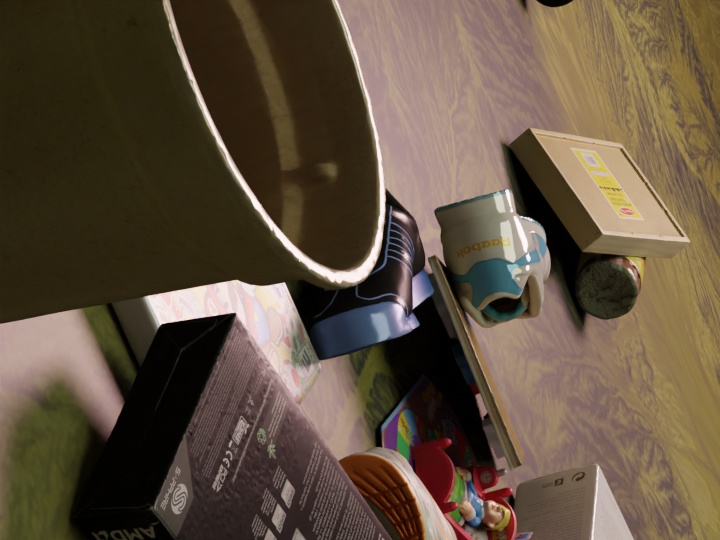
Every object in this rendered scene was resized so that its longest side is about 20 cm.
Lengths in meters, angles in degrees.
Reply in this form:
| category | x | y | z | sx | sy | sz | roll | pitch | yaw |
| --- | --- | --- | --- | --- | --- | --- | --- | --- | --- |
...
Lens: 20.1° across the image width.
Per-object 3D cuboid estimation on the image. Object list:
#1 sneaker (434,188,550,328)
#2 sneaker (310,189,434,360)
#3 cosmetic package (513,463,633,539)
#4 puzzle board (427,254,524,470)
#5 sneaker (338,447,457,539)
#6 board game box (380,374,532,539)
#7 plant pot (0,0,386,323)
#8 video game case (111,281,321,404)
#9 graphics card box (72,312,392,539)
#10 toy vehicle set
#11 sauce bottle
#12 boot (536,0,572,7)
| category | x | y | z | sx | sy | sz | roll | pitch | yaw |
| --- | --- | --- | --- | --- | --- | --- | --- | --- | --- |
| sneaker | 0.097 | 0.002 | 1.454 | 0.200 | 0.076 | 0.081 | 32 | 44 | -73 |
| sneaker | 0.000 | 0.000 | 1.270 | 0.200 | 0.070 | 0.078 | -54 | 126 | -77 |
| cosmetic package | 0.152 | 0.241 | 1.462 | 0.102 | 0.074 | 0.200 | 63 | 23 | -23 |
| puzzle board | 0.080 | 0.067 | 1.435 | 0.200 | 0.017 | 0.151 | 34 | 33 | -84 |
| sneaker | 0.041 | 0.193 | 1.200 | 0.092 | 0.076 | 0.200 | -33 | 105 | -75 |
| board game box | 0.072 | 0.153 | 1.364 | 0.200 | 0.039 | 0.158 | -42 | 113 | -70 |
| plant pot | -0.114 | -0.061 | 0.825 | 0.200 | 0.183 | 0.201 | 55 | 25 | -40 |
| video game case | -0.087 | 0.002 | 1.091 | 0.200 | 0.023 | 0.182 | 67 | 20 | -13 |
| graphics card box | -0.052 | 0.133 | 0.991 | 0.200 | 0.051 | 0.126 | 58 | 37 | -36 |
| toy vehicle set | 0.227 | -0.071 | 1.907 | 0.200 | 0.027 | 0.124 | 3 | 50 | -58 |
| sauce bottle | 0.246 | -0.020 | 1.975 | 0.200 | 0.065 | 0.065 | -68 | 136 | -63 |
| boot | 0.199 | -0.377 | 2.152 | 0.200 | 0.076 | 0.168 | 65 | 23 | 1 |
